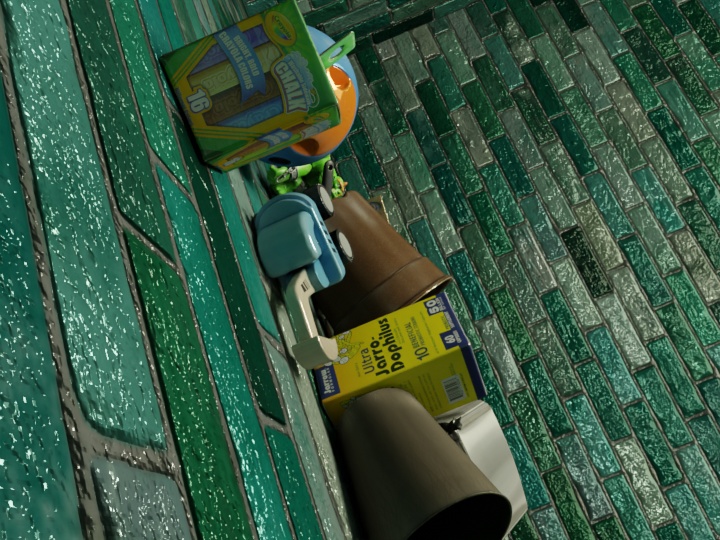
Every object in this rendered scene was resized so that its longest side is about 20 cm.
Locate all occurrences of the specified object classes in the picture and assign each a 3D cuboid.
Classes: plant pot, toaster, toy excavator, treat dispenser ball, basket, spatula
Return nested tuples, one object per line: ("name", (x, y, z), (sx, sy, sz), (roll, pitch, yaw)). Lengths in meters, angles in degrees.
("plant pot", (0.000, 0.000, 1.113), (0.198, 0.200, 0.200), (51, -1, 9))
("toaster", (0.116, 0.284, 1.012), (0.119, 0.200, 0.181), (-19, 87, -51))
("toy excavator", (-0.074, 0.005, 0.900), (0.195, 0.100, 0.200), (66, 15, -8))
("treat dispenser ball", (-0.103, -0.250, 1.061), (0.201, 0.200, 0.201), (-22, 90, -88))
("basket", (0.057, 0.243, 0.856), (0.136, 0.180, 0.200), (24, 21, -35))
("spatula", (-0.067, -0.093, 1.271), (0.021, 0.056, 0.201), (36, -57, 42))

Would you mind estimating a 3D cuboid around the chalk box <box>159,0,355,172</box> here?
("chalk box", (-0.094, -0.206, 0.821), (0.124, 0.200, 0.124), (-27, 95, -88))

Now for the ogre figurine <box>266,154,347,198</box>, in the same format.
("ogre figurine", (-0.094, -0.150, 1.300), (0.098, 0.120, 0.200), (43, -11, 42))

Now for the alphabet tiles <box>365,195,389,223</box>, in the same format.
("alphabet tiles", (-0.012, -0.019, 1.368), (0.008, 0.167, 0.201), (-5, 78, -75))

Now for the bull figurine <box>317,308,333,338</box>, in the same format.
("bull figurine", (-0.036, 0.083, 1.264), (0.121, 0.065, 0.200), (-11, 76, -84))

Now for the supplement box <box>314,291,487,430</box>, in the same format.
("supplement box", (0.048, 0.133, 0.977), (0.109, 0.200, 0.110), (-110, 177, -51))

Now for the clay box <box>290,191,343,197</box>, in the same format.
("clay box", (-0.068, -0.082, 1.448), (0.048, 0.115, 0.200), (-108, 175, -51))
